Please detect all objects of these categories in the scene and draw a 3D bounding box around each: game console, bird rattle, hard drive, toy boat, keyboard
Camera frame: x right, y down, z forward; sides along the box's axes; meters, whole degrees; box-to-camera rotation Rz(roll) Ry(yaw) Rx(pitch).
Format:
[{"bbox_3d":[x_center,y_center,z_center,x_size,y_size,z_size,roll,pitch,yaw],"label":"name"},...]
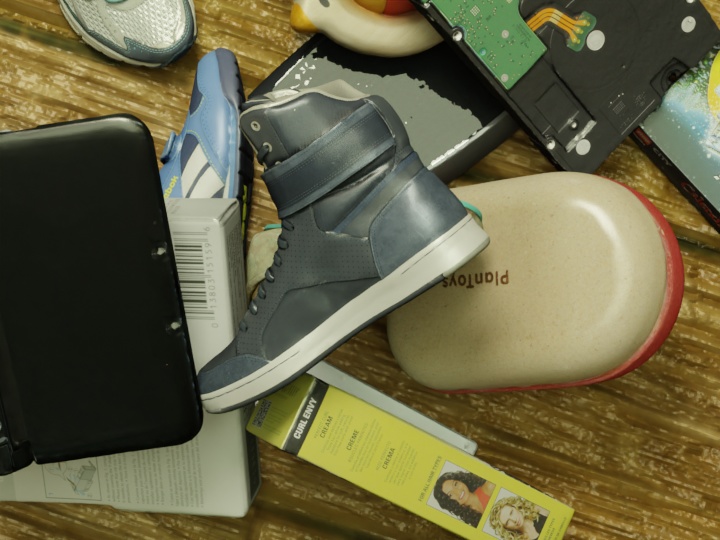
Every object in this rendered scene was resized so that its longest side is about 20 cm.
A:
[{"bbox_3d":[-0.196,0.006,1.048,0.116,0.175,0.202,-19,112,-30],"label":"game console"},{"bbox_3d":[0.024,-0.218,1.130,0.198,0.113,0.165,6,96,-20],"label":"bird rattle"},{"bbox_3d":[0.039,-0.128,1.172,0.199,0.042,0.135,-36,87,-5],"label":"hard drive"},{"bbox_3d":[0.118,0.011,1.126,0.199,0.130,0.132,-6,83,40],"label":"toy boat"},{"bbox_3d":[-0.022,0.092,1.166,0.199,0.011,0.057,28,79,1],"label":"keyboard"},{"bbox_3d":[0.123,-0.169,1.113,0.140,0.038,0.200,-46,122,0],"label":"hard drive"}]

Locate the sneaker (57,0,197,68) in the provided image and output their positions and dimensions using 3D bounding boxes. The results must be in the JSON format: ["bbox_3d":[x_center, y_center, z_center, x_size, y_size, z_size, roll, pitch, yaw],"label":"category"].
[{"bbox_3d":[-0.184,-0.215,1.150,0.077,0.086,0.200,-41,87,-5],"label":"sneaker"}]

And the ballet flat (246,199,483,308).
[{"bbox_3d":[0.000,0.000,1.098,0.067,0.199,0.063,31,66,-34],"label":"ballet flat"}]

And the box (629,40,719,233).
[{"bbox_3d":[0.293,-0.069,1.179,0.136,0.038,0.200,-42,87,-5],"label":"box"}]

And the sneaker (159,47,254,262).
[{"bbox_3d":[-0.113,-0.047,1.144,0.081,0.074,0.202,5,80,6],"label":"sneaker"}]

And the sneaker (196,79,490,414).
[{"bbox_3d":[-0.045,-0.020,1.020,0.202,0.077,0.147,-35,94,19],"label":"sneaker"}]

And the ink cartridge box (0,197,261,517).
[{"bbox_3d":[-0.155,0.054,1.106,0.172,0.044,0.202,2,112,13],"label":"ink cartridge box"}]

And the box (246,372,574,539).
[{"bbox_3d":[0.032,0.123,1.100,0.199,0.075,0.050,28,84,-22],"label":"box"}]
